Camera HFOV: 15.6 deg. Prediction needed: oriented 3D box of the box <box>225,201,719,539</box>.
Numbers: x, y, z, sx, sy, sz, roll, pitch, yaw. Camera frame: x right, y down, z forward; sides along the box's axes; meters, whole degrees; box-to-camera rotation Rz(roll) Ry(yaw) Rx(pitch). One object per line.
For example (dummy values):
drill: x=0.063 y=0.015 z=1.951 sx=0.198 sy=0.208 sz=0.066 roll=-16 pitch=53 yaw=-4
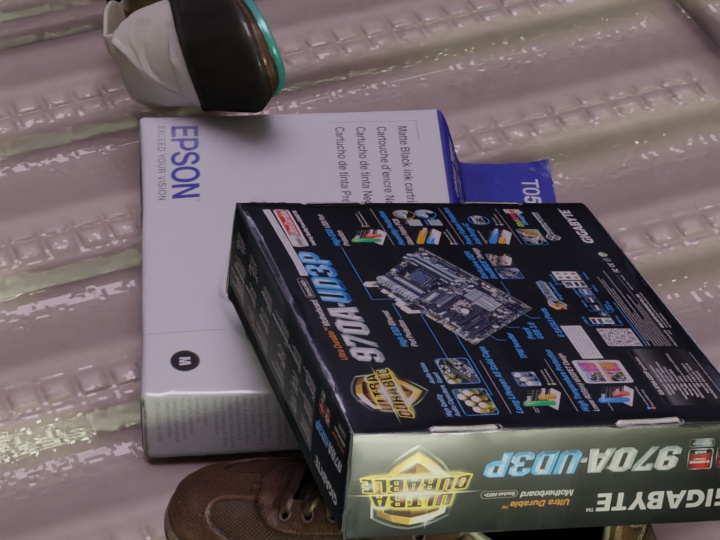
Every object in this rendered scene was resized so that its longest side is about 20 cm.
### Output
box: x=0.045 y=0.032 z=1.034 sx=0.158 sy=0.046 sz=0.200 roll=-1 pitch=26 yaw=-17

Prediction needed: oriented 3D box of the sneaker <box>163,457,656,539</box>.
sneaker: x=0.020 y=0.093 z=1.038 sx=0.198 sy=0.076 sz=0.071 roll=9 pitch=41 yaw=9

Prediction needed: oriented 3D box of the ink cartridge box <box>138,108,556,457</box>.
ink cartridge box: x=0.000 y=0.000 z=1.174 sx=0.198 sy=0.041 sz=0.200 roll=-2 pitch=40 yaw=-5

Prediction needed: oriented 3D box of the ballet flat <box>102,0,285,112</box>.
ballet flat: x=-0.086 y=-0.110 z=1.263 sx=0.068 sy=0.068 sz=0.200 roll=-21 pitch=19 yaw=-6
